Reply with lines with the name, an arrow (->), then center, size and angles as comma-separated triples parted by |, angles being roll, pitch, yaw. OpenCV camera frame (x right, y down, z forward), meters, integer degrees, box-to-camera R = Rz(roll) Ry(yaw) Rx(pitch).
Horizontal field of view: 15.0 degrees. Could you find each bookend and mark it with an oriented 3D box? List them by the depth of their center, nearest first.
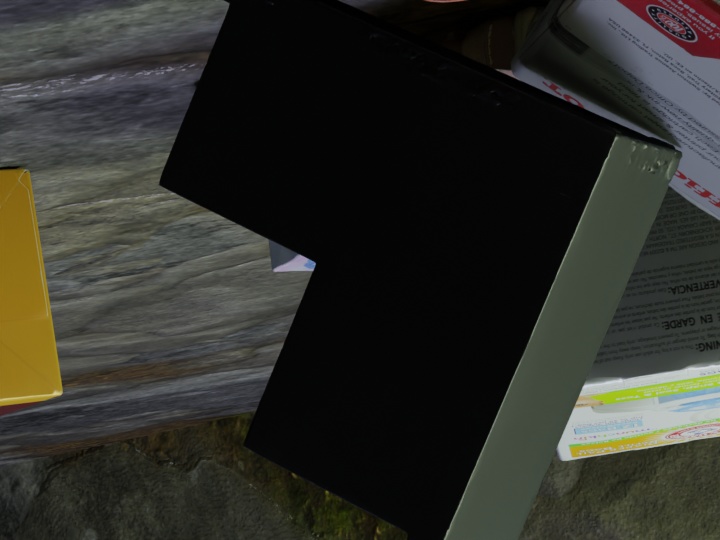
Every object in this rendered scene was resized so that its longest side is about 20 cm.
bookend -> 0.000, 0.000, 1.147 | 0.198, 0.201, 0.092 | 25, -173, 23

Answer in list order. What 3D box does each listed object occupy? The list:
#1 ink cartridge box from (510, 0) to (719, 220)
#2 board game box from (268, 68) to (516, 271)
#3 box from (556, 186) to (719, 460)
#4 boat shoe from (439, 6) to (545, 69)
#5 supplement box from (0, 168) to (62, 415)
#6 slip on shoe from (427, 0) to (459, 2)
ink cartridge box -> 0.158, -0.094, 1.107 | 0.144, 0.084, 0.200 | 34, 167, -4
board game box -> 0.086, -0.043, 1.352 | 0.198, 0.044, 0.200 | 0, 164, -34
box -> 0.138, 0.022, 1.339 | 0.112, 0.102, 0.200 | -9, 166, 5
boat shoe -> 0.072, -0.088, 1.414 | 0.071, 0.076, 0.200 | -6, 164, 5
supplement box -> -0.309, 0.032, 1.580 | 0.196, 0.134, 0.200 | -5, 172, -33
slip on shoe -> 0.082, -0.136, 0.960 | 0.199, 0.074, 0.061 | -12, -153, 46
